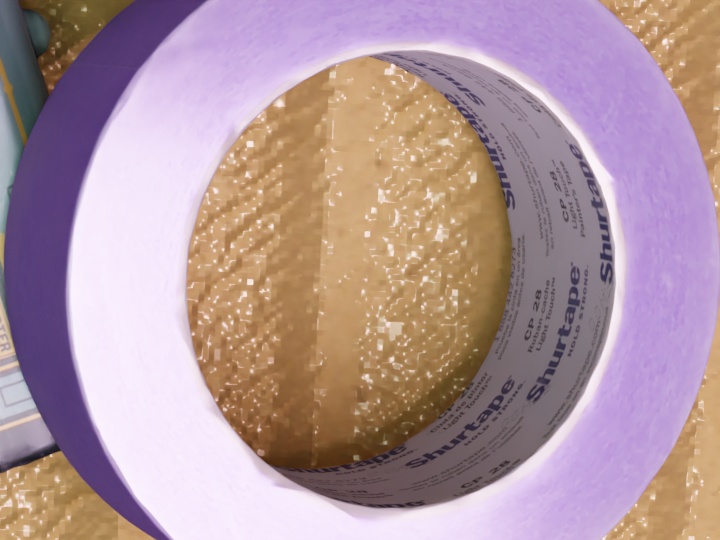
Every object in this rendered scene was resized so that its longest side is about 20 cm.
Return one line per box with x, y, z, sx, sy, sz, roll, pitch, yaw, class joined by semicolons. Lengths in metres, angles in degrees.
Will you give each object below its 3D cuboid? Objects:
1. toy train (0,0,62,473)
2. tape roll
-0.138;-0.024;0.918;0.114;0.085;0.200;-19;98;-8;toy train
0.000;0.000;0.883;0.200;0.085;0.200;-2;96;-18;tape roll
